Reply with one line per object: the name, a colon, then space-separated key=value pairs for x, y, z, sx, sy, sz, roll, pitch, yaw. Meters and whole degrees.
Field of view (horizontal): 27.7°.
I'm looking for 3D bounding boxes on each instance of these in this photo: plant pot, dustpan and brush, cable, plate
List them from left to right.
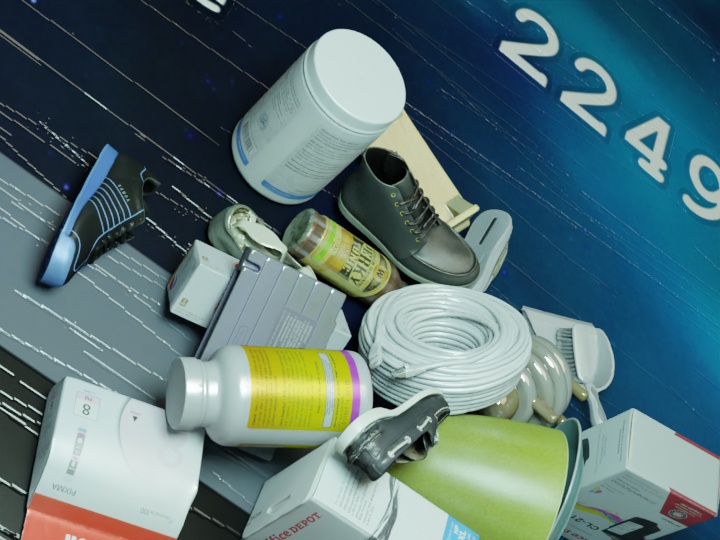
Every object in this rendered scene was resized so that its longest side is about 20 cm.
cable: x=0.096 y=0.088 z=1.677 sx=0.199 sy=0.070 sz=0.200 roll=2 pitch=29 yaw=-7
plant pot: x=0.103 y=0.233 z=1.635 sx=0.199 sy=0.187 sz=0.188 roll=21 pitch=52 yaw=-7
plate: x=0.214 y=0.265 z=1.669 sx=0.025 sy=0.200 sz=0.201 roll=25 pitch=50 yaw=-6
dustpan and brush: x=0.287 y=0.136 z=1.899 sx=0.139 sy=0.057 sz=0.201 roll=14 pitch=57 yaw=-32

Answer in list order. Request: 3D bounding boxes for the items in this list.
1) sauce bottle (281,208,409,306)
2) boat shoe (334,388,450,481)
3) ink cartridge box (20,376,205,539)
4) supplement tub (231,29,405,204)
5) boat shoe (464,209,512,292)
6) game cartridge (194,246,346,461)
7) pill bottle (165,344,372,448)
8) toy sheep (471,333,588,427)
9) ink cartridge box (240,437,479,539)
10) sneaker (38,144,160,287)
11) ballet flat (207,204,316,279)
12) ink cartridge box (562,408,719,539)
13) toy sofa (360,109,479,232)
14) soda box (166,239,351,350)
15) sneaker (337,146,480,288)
sauce bottle: x=0.000 y=0.000 z=1.752 sx=0.200 sy=0.065 sz=0.065 roll=32 pitch=49 yaw=-26
boat shoe: x=0.047 y=0.170 z=1.505 sx=0.060 sy=0.074 sz=0.200 roll=46 pitch=20 yaw=17
ink cartridge box: x=-0.243 y=0.222 z=1.444 sx=0.162 sy=0.057 sz=0.201 roll=23 pitch=48 yaw=-26
supplement tub: x=-0.053 y=-0.177 z=1.722 sx=0.131 sy=0.200 sz=0.133 roll=19 pitch=54 yaw=-29
boat shoe: x=0.142 y=0.007 z=1.860 sx=0.200 sy=0.072 sz=0.062 roll=-51 pitch=143 yaw=-33
game cartridge: x=-0.109 y=0.091 z=1.569 sx=0.129 sy=0.038 sz=0.201 roll=27 pitch=86 yaw=-28
pill bottle: x=-0.095 y=0.130 z=1.505 sx=0.199 sy=0.104 sz=0.105 roll=5 pitch=61 yaw=-24
toy sheep: x=0.199 y=0.140 z=1.784 sx=0.200 sy=0.138 sz=0.138 roll=-19 pitch=77 yaw=-58
ink cartridge box: x=0.000 y=0.281 z=1.529 sx=0.200 sy=0.145 sz=0.084 roll=36 pitch=47 yaw=-16
sneaker: x=-0.276 y=-0.050 z=1.564 sx=0.078 sy=0.070 sz=0.201 roll=30 pitch=49 yaw=-12
ballet flat: x=-0.091 y=0.004 z=1.680 sx=0.200 sy=0.064 sz=0.067 roll=44 pitch=46 yaw=-9
ink cartridge box: x=0.308 y=0.259 z=1.747 sx=0.145 sy=0.200 sz=0.083 roll=28 pitch=53 yaw=-21
toy sofa: x=0.057 y=-0.124 z=1.872 sx=0.083 sy=0.098 sz=0.200 roll=-32 pitch=86 yaw=-20
soda box: x=-0.113 y=0.044 z=1.623 sx=0.199 sy=0.068 sz=0.064 roll=26 pitch=19 yaw=-24
sneaker: x=0.066 y=-0.059 z=1.747 sx=0.200 sy=0.106 sz=0.075 roll=34 pitch=59 yaw=4
